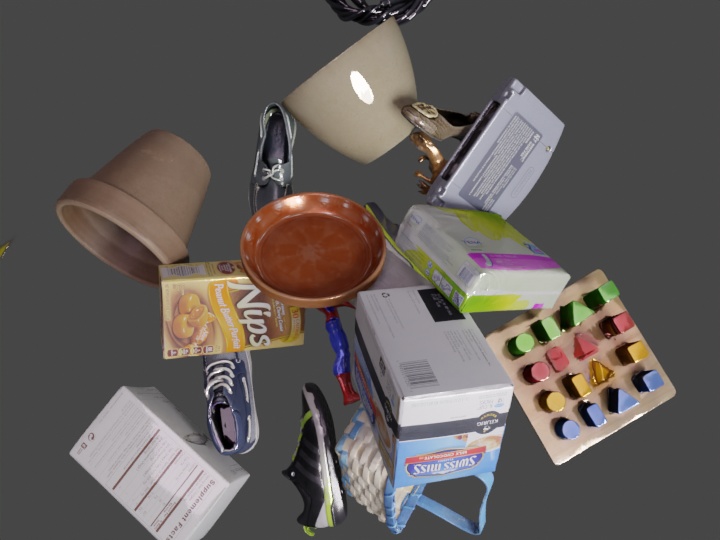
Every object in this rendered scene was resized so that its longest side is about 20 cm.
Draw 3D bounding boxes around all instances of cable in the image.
[{"bbox_3d":[0.039,-0.464,1.103,0.195,0.051,0.167,7,81,5],"label":"cable"}]

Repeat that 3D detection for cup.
[{"bbox_3d":[0.004,-0.241,1.011,0.199,0.200,0.144,-36,103,-2],"label":"cup"}]

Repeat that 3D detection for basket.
[{"bbox_3d":[0.073,0.258,0.904,0.197,0.178,0.140,25,54,22],"label":"basket"}]

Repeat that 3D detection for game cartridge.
[{"bbox_3d":[0.194,-0.150,0.990,0.202,0.132,0.042,-55,39,10],"label":"game cartridge"}]

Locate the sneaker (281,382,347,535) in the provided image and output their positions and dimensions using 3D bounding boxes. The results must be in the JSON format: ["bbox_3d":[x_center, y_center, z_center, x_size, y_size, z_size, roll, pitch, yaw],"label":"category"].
[{"bbox_3d":[-0.073,0.261,0.973,0.081,0.072,0.205,-12,79,4],"label":"sneaker"}]

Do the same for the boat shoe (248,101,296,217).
[{"bbox_3d":[-0.135,-0.154,1.056,0.071,0.062,0.205,5,80,6],"label":"boat shoe"}]

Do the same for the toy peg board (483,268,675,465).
[{"bbox_3d":[0.302,0.127,0.953,0.197,0.098,0.202,-29,79,0],"label":"toy peg board"}]

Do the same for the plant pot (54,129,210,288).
[{"bbox_3d":[-0.305,-0.100,1.014,0.197,0.201,0.177,24,63,8],"label":"plant pot"}]

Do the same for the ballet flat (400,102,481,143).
[{"bbox_3d":[0.123,-0.210,0.983,0.068,0.198,0.047,51,118,26],"label":"ballet flat"}]

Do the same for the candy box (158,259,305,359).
[{"bbox_3d":[-0.174,0.049,0.966,0.195,0.055,0.118,-4,117,-19],"label":"candy box"}]

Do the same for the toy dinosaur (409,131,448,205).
[{"bbox_3d":[0.141,-0.126,1.022,0.197,0.106,0.061,26,45,-28],"label":"toy dinosaur"}]

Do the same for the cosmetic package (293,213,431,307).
[{"bbox_3d":[0.000,0.000,0.981,0.082,0.051,0.199,-33,58,-31],"label":"cosmetic package"}]

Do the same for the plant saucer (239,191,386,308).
[{"bbox_3d":[-0.063,-0.028,0.946,0.195,0.033,0.203,2,47,-2],"label":"plant saucer"}]

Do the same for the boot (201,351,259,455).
[{"bbox_3d":[-0.189,0.157,0.991,0.071,0.090,0.204,-17,79,1],"label":"boot"}]

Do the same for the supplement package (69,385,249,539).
[{"bbox_3d":[-0.270,0.267,0.965,0.199,0.117,0.118,39,85,10],"label":"supplement package"}]

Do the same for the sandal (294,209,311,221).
[{"bbox_3d":[-0.131,-0.009,1.028,0.200,0.075,0.048,-44,96,-3],"label":"sandal"}]

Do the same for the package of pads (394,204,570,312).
[{"bbox_3d":[0.157,-0.018,0.913,0.155,0.197,0.069,47,121,37],"label":"package of pads"}]

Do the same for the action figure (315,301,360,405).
[{"bbox_3d":[-0.012,0.077,1.005,0.097,0.065,0.204,-23,80,7],"label":"action figure"}]

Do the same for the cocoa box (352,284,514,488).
[{"bbox_3d":[0.075,0.128,0.829,0.130,0.201,0.134,-4,123,-14],"label":"cocoa box"}]

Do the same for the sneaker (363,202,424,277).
[{"bbox_3d":[0.076,-0.025,1.021,0.080,0.074,0.201,-37,80,-20],"label":"sneaker"}]
